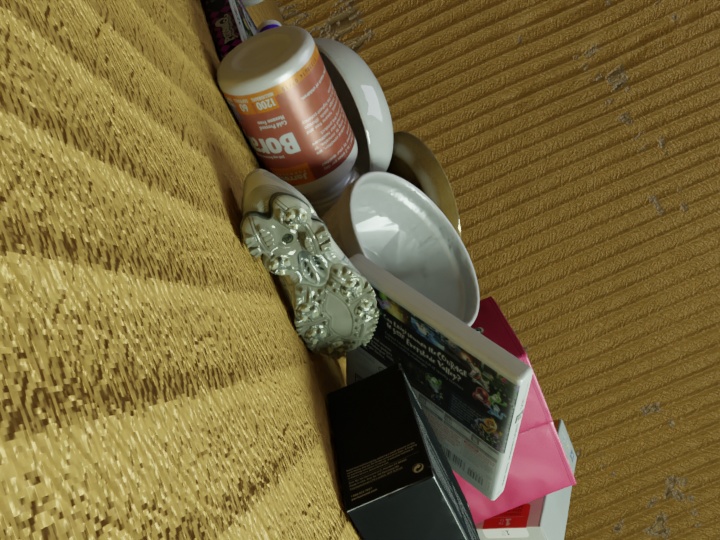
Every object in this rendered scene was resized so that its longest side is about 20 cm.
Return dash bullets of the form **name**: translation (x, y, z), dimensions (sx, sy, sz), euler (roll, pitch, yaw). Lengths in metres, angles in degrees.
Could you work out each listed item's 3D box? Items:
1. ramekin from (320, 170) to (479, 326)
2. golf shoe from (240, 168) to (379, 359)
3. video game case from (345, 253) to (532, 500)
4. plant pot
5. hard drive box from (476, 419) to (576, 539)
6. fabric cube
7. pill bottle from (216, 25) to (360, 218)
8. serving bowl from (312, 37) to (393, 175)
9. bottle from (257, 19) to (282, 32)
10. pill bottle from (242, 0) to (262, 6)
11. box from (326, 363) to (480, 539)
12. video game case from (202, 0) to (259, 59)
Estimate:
- **ramekin**: translation (0.028, 0.001, 0.854), dimensions (0.199, 0.105, 0.201), euler (32, 40, -31)
- **golf shoe**: translation (-0.044, -0.008, 0.684), dimensions (0.201, 0.078, 0.097), euler (65, -2, -41)
- **video game case**: translation (0.062, 0.100, 0.723), dimensions (0.199, 0.023, 0.183), euler (34, -37, 30)
- **plant pot**: translation (0.062, -0.076, 0.994), dimensions (0.200, 0.027, 0.201), euler (47, -32, 43)
- **hard drive box**: translation (0.199, 0.302, 1.050), dimensions (0.077, 0.155, 0.200), euler (65, 30, -22)
- **fabric cube**: translation (0.130, 0.183, 0.998), dimensions (0.196, 0.198, 0.201), euler (-98, 164, -71)
- **pill bottle**: translation (-0.069, -0.158, 0.865), dimensions (0.113, 0.111, 0.201), euler (-108, 173, -50)
- **serving bowl**: translation (-0.017, -0.197, 0.965), dimensions (0.200, 0.065, 0.201), euler (48, -26, 32)
- **bottle**: translation (-0.125, -0.323, 1.238), dimensions (0.065, 0.083, 0.201), euler (60, 8, -54)
- **pill bottle**: translation (-0.184, -0.463, 1.047), dimensions (0.200, 0.110, 0.112), euler (56, 11, -65)
- **box**: translation (0.049, 0.206, 0.672), dimensions (0.142, 0.078, 0.201), euler (-102, 168, -59)
- **video game case**: translation (-0.147, -0.286, 1.023), dimensions (0.200, 0.036, 0.182), euler (56, 13, -60)
